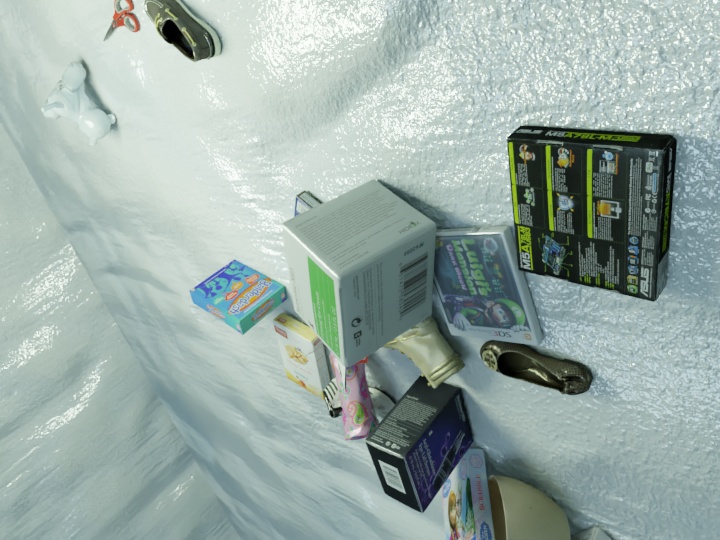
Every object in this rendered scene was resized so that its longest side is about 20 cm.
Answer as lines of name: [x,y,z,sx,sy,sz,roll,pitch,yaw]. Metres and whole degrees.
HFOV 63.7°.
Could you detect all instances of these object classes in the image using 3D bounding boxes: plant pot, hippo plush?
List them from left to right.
hippo plush: [-0.722,-0.433,1.520,0.159,0.162,0.199,34,172,-32]
plant pot: [0.316,0.496,1.093,0.130,0.203,0.204,1,133,0]

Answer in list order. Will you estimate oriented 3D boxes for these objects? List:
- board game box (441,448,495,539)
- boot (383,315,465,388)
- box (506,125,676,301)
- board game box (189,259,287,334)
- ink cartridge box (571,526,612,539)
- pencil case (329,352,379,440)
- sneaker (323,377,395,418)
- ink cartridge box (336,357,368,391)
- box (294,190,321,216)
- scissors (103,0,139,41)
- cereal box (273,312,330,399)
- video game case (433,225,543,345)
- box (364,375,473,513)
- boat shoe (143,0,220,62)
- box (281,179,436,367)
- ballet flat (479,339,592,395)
board game box: [0.218,0.507,1.197,0.040,0.203,0.203,6,139,-7]
boot: [0.101,0.157,1.114,0.157,0.072,0.200,53,140,3]
box: [0.283,-0.073,0.727,0.190,0.047,0.204,18,134,43]
board game box: [-0.300,0.060,1.421,0.197,0.152,0.046,23,137,33]
ink cartridge box: [0.464,0.592,1.068,0.199,0.084,0.147,40,144,14]
pencil case: [-0.012,0.266,1.270,0.087,0.086,0.206,-26,74,55]
sneaker: [-0.006,0.322,1.345,0.198,0.115,0.077,28,139,30]
ink cartridge box: [-0.015,0.127,1.160,0.110,0.049,0.205,-114,24,-61]
box: [-0.090,-0.051,1.185,0.120,0.032,0.203,38,141,20]
scissors: [-0.543,-0.556,1.284,0.197,0.014,0.075,12,131,45]
cereal box: [-0.146,0.218,1.467,0.142,0.039,0.204,22,135,36]
video game case: [0.189,0.026,0.940,0.179,0.023,0.204,1,121,48]
box: [0.120,0.333,1.135,0.103,0.199,0.151,9,129,43]
boat shoe: [-0.352,-0.463,1.099,0.200,0.060,0.073,38,143,19]
box: [0.000,0.000,0.961,0.171,0.197,0.203,41,147,39]
ballet flat: [0.274,0.160,0.939,0.197,0.046,0.069,13,130,42]
